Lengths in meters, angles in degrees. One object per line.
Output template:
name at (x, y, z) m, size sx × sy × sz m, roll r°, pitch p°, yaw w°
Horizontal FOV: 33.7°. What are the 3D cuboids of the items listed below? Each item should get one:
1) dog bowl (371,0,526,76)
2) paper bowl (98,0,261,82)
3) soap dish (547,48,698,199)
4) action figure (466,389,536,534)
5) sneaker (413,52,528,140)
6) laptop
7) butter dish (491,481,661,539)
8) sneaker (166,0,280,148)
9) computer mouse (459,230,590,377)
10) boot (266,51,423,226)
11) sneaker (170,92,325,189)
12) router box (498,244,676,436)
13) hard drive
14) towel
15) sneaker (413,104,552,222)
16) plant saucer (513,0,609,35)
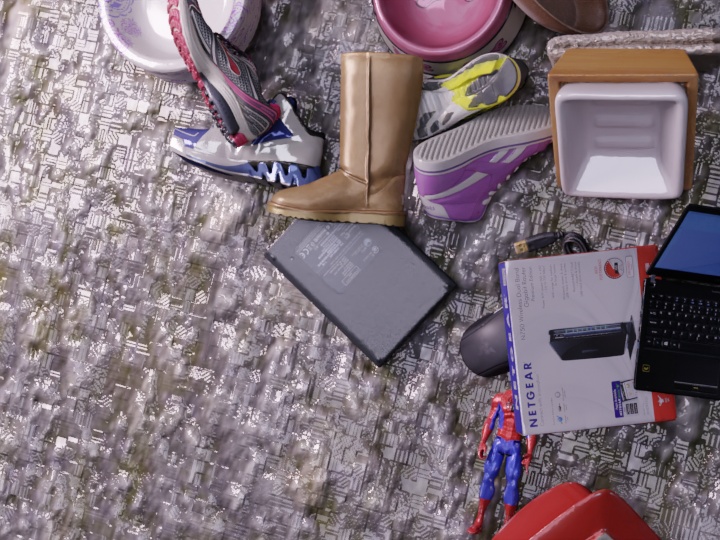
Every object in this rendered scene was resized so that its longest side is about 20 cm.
dog bowl at (0.102, -0.339, 1.440) m, size 0.199 × 0.074 × 0.202 m, roll 1°, pitch 92°, yaw 16°
paper bowl at (-0.222, -0.340, 1.513) m, size 0.199 × 0.104 × 0.202 m, roll -1°, pitch 84°, yaw 14°
soap dish at (0.296, -0.166, 1.336) m, size 0.156 × 0.200 × 0.082 m, roll 2°, pitch 57°, yaw 15°
action figure at (0.172, 0.215, 1.402) m, size 0.065 × 0.052 × 0.201 m, roll 10°, pitch 85°, yaw 18°
sneaker at (0.117, -0.207, 1.439) m, size 0.199 × 0.084 × 0.075 m, roll -12°, pitch 92°, yaw 34°
laptop at (0.408, 0.043, 1.300) m, size 0.176 × 0.103 × 0.201 m, roll 8°, pitch 86°, yaw -9°
butter dish at (0.227, 0.319, 1.336) m, size 0.199 × 0.148 × 0.200 m, roll -39°, pitch 120°, yaw 8°
sneaker at (-0.168, -0.249, 1.416) m, size 0.074 × 0.081 × 0.201 m, roll -30°, pitch 110°, yaw -10°
computer mouse at (0.198, 0.035, 1.409) m, size 0.199 × 0.046 × 0.141 m, roll -23°, pitch 83°, yaw 10°
boot at (-0.018, -0.157, 1.406) m, size 0.174 × 0.066 × 0.201 m, roll 3°, pitch 92°, yaw -5°
sneaker at (-0.129, -0.169, 1.496) m, size 0.198 × 0.081 × 0.116 m, roll 13°, pitch 85°, yaw 7°
router box at (0.258, 0.080, 1.361) m, size 0.178 × 0.049 × 0.201 m, roll -6°, pitch 88°, yaw -3°
hard drive at (0.000, 0.000, 1.452) m, size 0.200 × 0.033 × 0.140 m, roll 44°, pitch 96°, yaw 5°
towel at (0.315, -0.251, 1.363) m, size 0.199 × 0.132 × 0.035 m, roll 0°, pitch 89°, yaw 13°
sneaker at (0.158, -0.124, 1.430) m, size 0.199 × 0.115 × 0.073 m, roll -20°, pitch 36°, yaw -11°
plant saucer at (0.209, -0.348, 1.382) m, size 0.037 × 0.200 × 0.201 m, roll -37°, pitch 76°, yaw 39°
